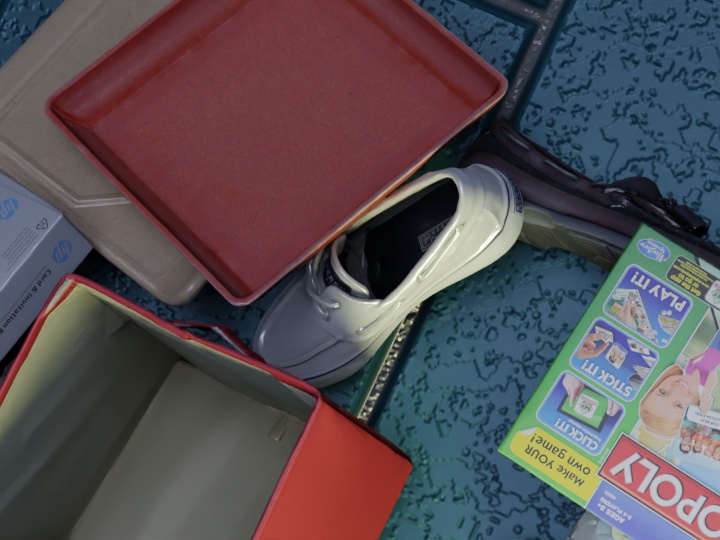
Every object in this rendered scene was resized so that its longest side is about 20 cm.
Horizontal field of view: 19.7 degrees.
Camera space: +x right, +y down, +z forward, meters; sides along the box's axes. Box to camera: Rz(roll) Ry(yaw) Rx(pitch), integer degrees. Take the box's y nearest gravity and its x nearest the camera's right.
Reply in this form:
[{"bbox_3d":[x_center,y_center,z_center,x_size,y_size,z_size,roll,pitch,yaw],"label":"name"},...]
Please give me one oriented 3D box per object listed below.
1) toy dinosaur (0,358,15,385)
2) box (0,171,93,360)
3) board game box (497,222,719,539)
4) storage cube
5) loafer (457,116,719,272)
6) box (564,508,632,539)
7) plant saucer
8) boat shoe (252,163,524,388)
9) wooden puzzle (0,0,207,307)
[{"bbox_3d":[-0.245,0.069,1.239,0.135,0.102,0.201,28,109,31],"label":"toy dinosaur"},{"bbox_3d":[-0.273,-0.004,1.227,0.200,0.041,0.156,29,76,38],"label":"box"},{"bbox_3d":[0.186,0.086,1.009,0.199,0.029,0.135,32,87,14],"label":"board game box"},{"bbox_3d":[-0.101,0.132,1.134,0.170,0.180,0.201,23,83,22],"label":"storage cube"},{"bbox_3d":[0.136,-0.037,1.165,0.199,0.072,0.063,22,81,35],"label":"loafer"},{"bbox_3d":[0.204,0.093,1.103,0.086,0.164,0.200,36,90,14],"label":"box"},{"bbox_3d":[-0.048,-0.090,1.187,0.200,0.037,0.200,-40,59,-11],"label":"plant saucer"},{"bbox_3d":[0.000,0.000,1.180,0.200,0.065,0.074,-41,61,26],"label":"boat shoe"},{"bbox_3d":[-0.120,-0.095,1.250,0.200,0.037,0.185,36,74,19],"label":"wooden puzzle"}]
